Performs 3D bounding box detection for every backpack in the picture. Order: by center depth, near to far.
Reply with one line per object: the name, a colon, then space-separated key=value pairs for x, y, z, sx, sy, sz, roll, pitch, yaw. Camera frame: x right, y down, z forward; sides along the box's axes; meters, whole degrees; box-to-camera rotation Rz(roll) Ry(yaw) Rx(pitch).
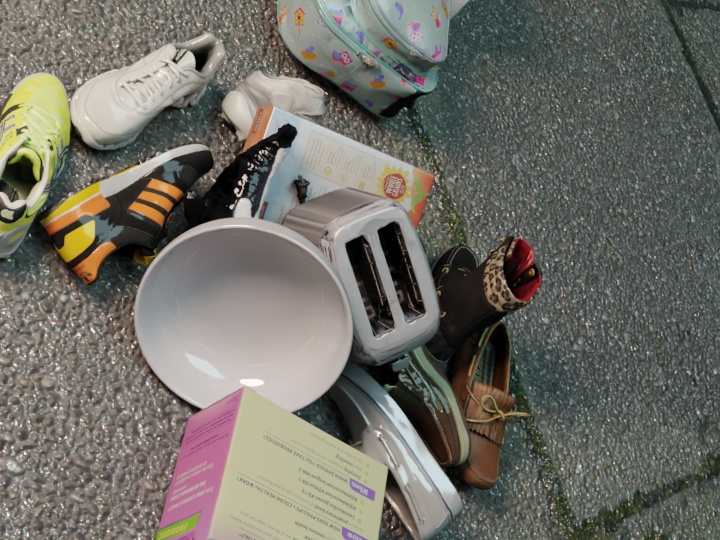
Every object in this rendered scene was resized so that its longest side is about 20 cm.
backpack: x=0.007 y=-0.303 z=1.391 sx=0.199 sy=0.153 sz=0.177 roll=23 pitch=58 yaw=-25

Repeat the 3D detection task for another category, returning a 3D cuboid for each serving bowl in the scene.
serving bowl: x=-0.104 y=0.036 z=1.081 sx=0.200 sy=0.200 sz=0.066 roll=42 pitch=21 yaw=-18

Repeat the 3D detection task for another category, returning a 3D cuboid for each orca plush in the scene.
orca plush: x=-0.130 y=-0.060 z=1.117 sx=0.071 sy=0.201 sz=0.105 roll=25 pitch=19 yaw=-41

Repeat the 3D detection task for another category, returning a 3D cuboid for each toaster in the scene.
toaster: x=0.000 y=0.000 z=1.154 sx=0.113 sy=0.129 sz=0.202 roll=-22 pitch=105 yaw=-20

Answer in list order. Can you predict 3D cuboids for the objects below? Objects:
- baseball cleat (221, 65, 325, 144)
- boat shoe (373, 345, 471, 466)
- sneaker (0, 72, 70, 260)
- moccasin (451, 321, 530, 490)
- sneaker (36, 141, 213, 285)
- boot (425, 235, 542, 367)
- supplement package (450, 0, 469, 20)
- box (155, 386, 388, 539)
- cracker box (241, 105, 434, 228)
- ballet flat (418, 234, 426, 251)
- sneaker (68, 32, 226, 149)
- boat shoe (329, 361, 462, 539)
baseball cleat: x=-0.057 y=-0.134 z=1.271 sx=0.200 sy=0.106 sz=0.070 roll=44 pitch=14 yaw=-18
boat shoe: x=0.046 y=0.123 z=1.263 sx=0.074 sy=0.075 sz=0.204 roll=-21 pitch=80 yaw=-29
sneaker: x=-0.293 y=-0.101 z=1.048 sx=0.075 sy=0.076 sz=0.202 roll=28 pitch=49 yaw=-28
moccasin: x=0.143 y=0.149 z=1.326 sx=0.073 sy=0.077 sz=0.203 roll=34 pitch=47 yaw=-25
sneaker: x=-0.207 y=-0.053 z=1.115 sx=0.200 sy=0.070 sz=0.091 roll=-31 pitch=96 yaw=-44
boot: x=0.137 y=0.013 z=1.339 sx=0.073 sy=0.150 sz=0.200 roll=44 pitch=37 yaw=-11
supplement package: x=0.075 y=-0.450 z=1.518 sx=0.199 sy=0.151 sz=0.152 roll=36 pitch=25 yaw=-24
box: x=-0.081 y=0.239 z=1.044 sx=0.175 sy=0.096 sz=0.201 roll=33 pitch=47 yaw=-27
cracker box: x=-0.035 y=-0.073 z=1.231 sx=0.199 sy=0.058 sz=0.135 roll=21 pitch=88 yaw=-25
ballet flat: x=0.013 y=-0.086 z=1.342 sx=0.201 sy=0.072 sz=0.072 roll=56 pitch=42 yaw=-3
sneaker: x=-0.210 y=-0.186 z=1.175 sx=0.075 sy=0.081 sz=0.200 roll=54 pitch=43 yaw=-8
boat shoe: x=0.020 y=0.185 z=1.199 sx=0.066 sy=0.072 sz=0.201 roll=-35 pitch=89 yaw=-25
